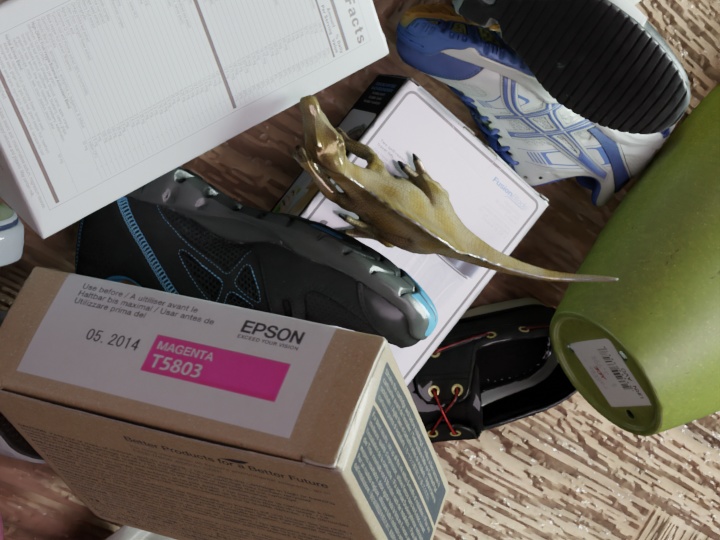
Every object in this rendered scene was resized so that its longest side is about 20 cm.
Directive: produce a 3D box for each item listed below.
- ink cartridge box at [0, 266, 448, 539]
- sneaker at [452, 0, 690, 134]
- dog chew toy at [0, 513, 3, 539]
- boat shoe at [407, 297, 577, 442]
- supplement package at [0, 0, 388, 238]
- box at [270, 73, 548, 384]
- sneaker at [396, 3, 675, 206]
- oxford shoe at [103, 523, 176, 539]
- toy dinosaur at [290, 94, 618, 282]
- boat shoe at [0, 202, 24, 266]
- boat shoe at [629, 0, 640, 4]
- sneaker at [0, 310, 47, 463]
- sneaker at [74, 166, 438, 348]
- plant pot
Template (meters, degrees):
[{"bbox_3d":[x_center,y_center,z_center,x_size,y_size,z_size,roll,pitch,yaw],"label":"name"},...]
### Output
[{"bbox_3d":[-0.069,0.085,0.787,0.165,0.199,0.075,69,38,-54],"label":"ink cartridge box"},{"bbox_3d":[0.106,-0.159,0.850,0.200,0.074,0.089,38,46,-2],"label":"sneaker"},{"bbox_3d":[-0.261,0.179,0.789,0.124,0.125,0.201,11,111,-35],"label":"dog chew toy"},{"bbox_3d":[0.054,0.071,0.974,0.200,0.063,0.074,-16,120,-24],"label":"boat shoe"},{"bbox_3d":[-0.106,-0.123,0.759,0.199,0.109,0.114,-30,123,-18],"label":"supplement package"},{"bbox_3d":[0.000,0.000,0.890,0.116,0.060,0.200,38,88,-18],"label":"box"},{"bbox_3d":[0.098,-0.092,0.925,0.199,0.075,0.088,18,116,-28],"label":"sneaker"},{"bbox_3d":[-0.178,0.200,0.889,0.200,0.075,0.058,-37,84,-5],"label":"oxford shoe"},{"bbox_3d":[0.030,-0.026,0.808,0.199,0.101,0.058,29,95,-27],"label":"toy dinosaur"},{"bbox_3d":[-0.255,-0.032,0.730,0.199,0.072,0.062,1,102,-31],"label":"boat shoe"},{"bbox_3d":[0.168,-0.221,0.912,0.199,0.074,0.066,-42,124,-11],"label":"boat shoe"},{"bbox_3d":[-0.214,0.045,0.801,0.200,0.084,0.073,40,65,-56],"label":"sneaker"},{"bbox_3d":[-0.056,0.005,0.813,0.082,0.199,0.073,-68,167,2],"label":"sneaker"},{"bbox_3d":[0.218,0.005,0.957,0.200,0.187,0.188,-37,125,-21],"label":"plant pot"}]
